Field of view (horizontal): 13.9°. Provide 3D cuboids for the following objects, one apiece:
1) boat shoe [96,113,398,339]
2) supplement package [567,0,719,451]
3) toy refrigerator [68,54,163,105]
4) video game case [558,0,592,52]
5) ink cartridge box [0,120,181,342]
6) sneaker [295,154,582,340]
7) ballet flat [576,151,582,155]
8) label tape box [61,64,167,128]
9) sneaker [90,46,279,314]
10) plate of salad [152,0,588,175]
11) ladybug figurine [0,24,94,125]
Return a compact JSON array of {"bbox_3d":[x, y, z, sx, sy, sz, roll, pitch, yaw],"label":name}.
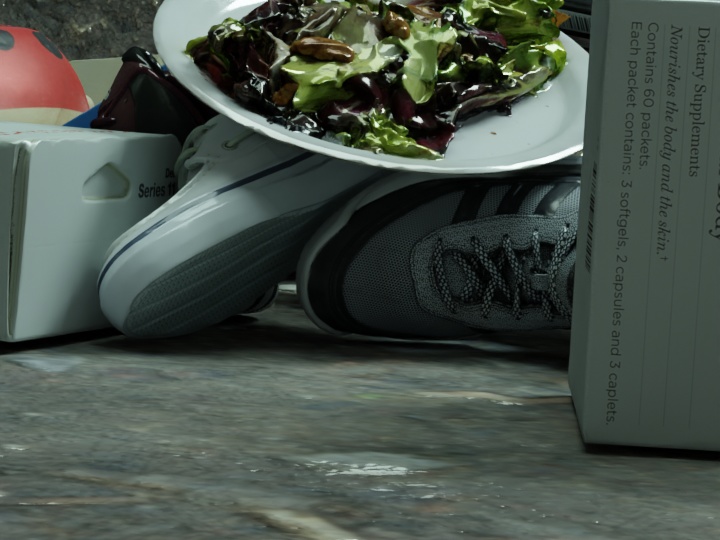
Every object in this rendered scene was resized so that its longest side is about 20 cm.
[{"bbox_3d":[-0.048,-0.033,1.245,0.067,0.074,0.200,46,42,17],"label":"boat shoe"},{"bbox_3d":[0.178,-0.018,1.031,0.199,0.152,0.151,3,6,2],"label":"supplement package"},{"bbox_3d":[-0.136,-0.081,1.745,0.076,0.070,0.200,41,-12,-17],"label":"toy refrigerator"},{"bbox_3d":[0.174,-0.116,1.593,0.199,0.026,0.181,13,-11,11],"label":"video game case"},{"bbox_3d":[-0.193,-0.023,1.235,0.199,0.083,0.147,5,5,24],"label":"ink cartridge box"},{"bbox_3d":[0.073,-0.001,1.197,0.199,0.076,0.114,-9,18,-1],"label":"sneaker"},{"bbox_3d":[0.018,-0.095,1.404,0.199,0.068,0.067,24,4,-4],"label":"ballet flat"},{"bbox_3d":[-0.055,-0.057,1.503,0.143,0.066,0.200,-27,-14,40],"label":"label tape box"},{"bbox_3d":[-0.127,-0.044,1.328,0.199,0.116,0.076,5,6,19],"label":"sneaker"},{"bbox_3d":[0.012,-0.097,1.252,0.199,0.048,0.200,9,29,-5],"label":"plate of salad"},{"bbox_3d":[-0.233,-0.098,1.596,0.199,0.072,0.136,-1,9,-38],"label":"ladybug figurine"}]
